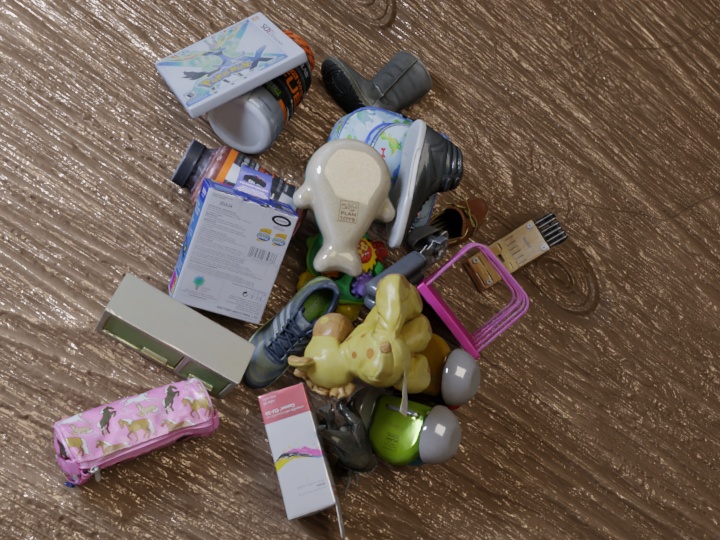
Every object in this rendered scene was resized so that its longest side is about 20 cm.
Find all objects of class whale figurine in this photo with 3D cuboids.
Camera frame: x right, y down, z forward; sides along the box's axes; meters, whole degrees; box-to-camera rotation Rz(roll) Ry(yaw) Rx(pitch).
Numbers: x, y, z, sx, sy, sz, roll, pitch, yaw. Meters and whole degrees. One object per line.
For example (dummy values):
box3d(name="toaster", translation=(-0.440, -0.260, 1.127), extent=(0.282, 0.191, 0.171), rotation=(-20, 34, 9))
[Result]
box3d(name="whale figurine", translation=(-0.028, -0.093, 1.130), extent=(0.157, 0.104, 0.203), rotation=(6, 87, -14))

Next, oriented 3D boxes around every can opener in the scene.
box3d(name="can opener", translation=(0.067, -0.010, 1.157), extent=(0.067, 0.054, 0.199), rotation=(32, 46, 28))

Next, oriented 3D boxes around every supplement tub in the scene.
box3d(name="supplement tub", translation=(-0.157, -0.299, 1.238), extent=(0.122, 0.122, 0.201), rotation=(34, 54, -11))
box3d(name="supplement tub", translation=(-0.183, -0.116, 1.142), extent=(0.198, 0.107, 0.108), rotation=(30, 55, -15))

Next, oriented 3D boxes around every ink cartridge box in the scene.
box3d(name="ink cartridge box", translation=(-0.076, 0.264, 1.004), extent=(0.067, 0.117, 0.202), rotation=(-16, 73, -4))
box3d(name="ink cartridge box", translation=(-0.175, -0.042, 1.060), extent=(0.135, 0.076, 0.202), rotation=(17, 103, -23))

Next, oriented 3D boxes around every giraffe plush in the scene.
box3d(name="giraffe plush", translation=(-0.003, 0.112, 1.024), extent=(0.201, 0.160, 0.174), rotation=(-72, 147, -46))

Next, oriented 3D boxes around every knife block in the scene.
box3d(name="knife block", translation=(0.299, -0.036, 1.428), extent=(0.199, 0.175, 0.064), rotation=(-33, 81, 8))

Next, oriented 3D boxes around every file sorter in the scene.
box3d(name="file sorter", translation=(0.181, 0.037, 1.206), extent=(0.125, 0.200, 0.139), rotation=(-39, 88, 6))

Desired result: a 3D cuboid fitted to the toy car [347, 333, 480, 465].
box3d(name="toy car", translation=(0.088, 0.202, 1.129), extent=(0.150, 0.173, 0.202), rotation=(53, 54, -52))

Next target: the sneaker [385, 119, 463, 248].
box3d(name="sneaker", translation=(0.104, -0.123, 1.163), extent=(0.098, 0.071, 0.203), rotation=(18, 81, -21))

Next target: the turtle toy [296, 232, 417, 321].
box3d(name="turtle toy", translation=(0.000, 0.000, 1.196), extent=(0.199, 0.101, 0.147), rotation=(32, 55, -14))

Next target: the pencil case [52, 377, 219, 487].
box3d(name="pencil case", translation=(-0.279, 0.199, 0.945), extent=(0.198, 0.083, 0.087), rotation=(-17, 75, -36))

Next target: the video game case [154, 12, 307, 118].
box3d(name="video game case", translation=(-0.206, -0.327, 1.178), extent=(0.198, 0.022, 0.183), rotation=(-30, 46, -11))

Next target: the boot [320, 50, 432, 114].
box3d(name="boot", translation=(0.036, -0.366, 1.419), extent=(0.182, 0.072, 0.200), rotation=(50, 58, -17))

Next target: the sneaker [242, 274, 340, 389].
box3d(name="sneaker", translation=(-0.100, 0.085, 1.085), extent=(0.074, 0.081, 0.201), rotation=(39, 78, -6))

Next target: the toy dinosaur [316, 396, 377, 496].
box3d(name="toy dinosaur", translation=(-0.013, 0.229, 1.014), extent=(0.076, 0.200, 0.103), rotation=(-28, 71, -12))

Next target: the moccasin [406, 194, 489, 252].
box3d(name="moccasin", translation=(0.167, -0.088, 1.354), extent=(0.200, 0.078, 0.074), rotation=(-22, 79, -36))

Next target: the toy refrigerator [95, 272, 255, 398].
box3d(name="toy refrigerator", translation=(-0.251, 0.094, 1.018), extent=(0.199, 0.076, 0.071), rotation=(32, 54, -14))

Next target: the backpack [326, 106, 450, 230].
box3d(name="backpack", translation=(0.041, -0.176, 1.255), extent=(0.198, 0.147, 0.185), rotation=(19, 90, -16))
